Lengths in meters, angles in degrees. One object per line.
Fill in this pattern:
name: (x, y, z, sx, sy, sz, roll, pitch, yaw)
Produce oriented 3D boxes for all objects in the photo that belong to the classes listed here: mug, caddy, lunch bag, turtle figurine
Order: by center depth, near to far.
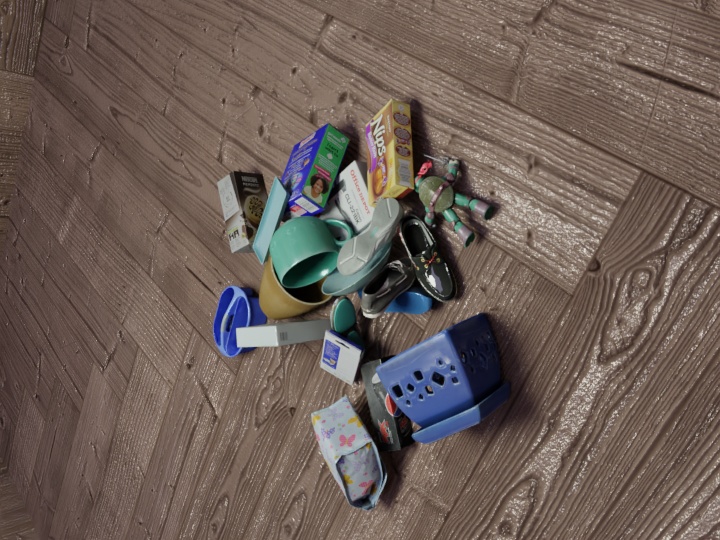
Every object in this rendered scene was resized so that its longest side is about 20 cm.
turtle figurine: (0.173, -0.149, 1.240, 0.199, 0.100, 0.152, 41, 117, 24)
mug: (-0.119, -0.054, 1.357, 0.117, 0.180, 0.153, 62, 150, 20)
lunch bag: (-0.021, 0.428, 1.373, 0.170, 0.124, 0.205, -134, 27, -56)
caddy: (-0.348, 0.142, 1.669, 0.140, 0.103, 0.206, 31, 111, 35)

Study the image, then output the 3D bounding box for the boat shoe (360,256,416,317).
boat shoe: (0.065, 0.020, 1.269, 0.065, 0.200, 0.058, 13, 132, 31)

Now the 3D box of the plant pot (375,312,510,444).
plant pot: (0.178, 0.221, 1.188, 0.198, 0.198, 0.184, -33, 78, 34)

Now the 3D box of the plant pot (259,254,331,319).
plant pot: (-0.179, 0.039, 1.501, 0.200, 0.182, 0.191, -41, 66, 48)

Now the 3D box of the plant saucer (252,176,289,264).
plant saucer: (-0.209, -0.115, 1.392, 0.070, 0.018, 0.204, 54, 133, 39)

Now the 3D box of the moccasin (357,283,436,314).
moccasin: (0.083, 0.060, 1.340, 0.195, 0.067, 0.083, 17, 114, 33)

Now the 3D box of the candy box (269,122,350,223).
candy box: (-0.124, -0.226, 1.414, 0.167, 0.076, 0.206, -16, 52, 53)

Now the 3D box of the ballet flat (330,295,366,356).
ballet flat: (-0.040, 0.130, 1.393, 0.071, 0.072, 0.204, 19, 141, 36)

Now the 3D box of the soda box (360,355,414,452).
soda box: (0.062, 0.306, 1.367, 0.069, 0.062, 0.207, -20, 80, 37)

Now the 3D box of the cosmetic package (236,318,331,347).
cosmetic package: (-0.188, 0.155, 1.479, 0.147, 0.197, 0.054, -10, 85, 37)

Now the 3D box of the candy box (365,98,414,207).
candy box: (0.063, -0.252, 1.297, 0.116, 0.055, 0.207, -30, 58, 56)

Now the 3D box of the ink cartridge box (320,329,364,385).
ink cartridge box: (-0.043, 0.196, 1.379, 0.093, 0.038, 0.202, 28, 150, 10)

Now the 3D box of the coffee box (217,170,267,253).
coffee box: (-0.309, -0.158, 1.622, 0.078, 0.111, 0.207, -21, 79, 37)

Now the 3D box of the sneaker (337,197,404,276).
sneaker: (0.029, -0.063, 1.296, 0.201, 0.080, 0.071, -48, 67, 11)

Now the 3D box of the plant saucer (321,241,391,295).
plant saucer: (0.000, 0.000, 1.351, 0.198, 0.203, 0.039, -24, 113, 37)

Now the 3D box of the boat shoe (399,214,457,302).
boat shoe: (0.141, -0.026, 1.267, 0.072, 0.063, 0.206, -28, 73, 5)

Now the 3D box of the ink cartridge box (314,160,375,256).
ink cartridge box: (-0.026, -0.141, 1.407, 0.198, 0.082, 0.148, -35, 70, 35)
